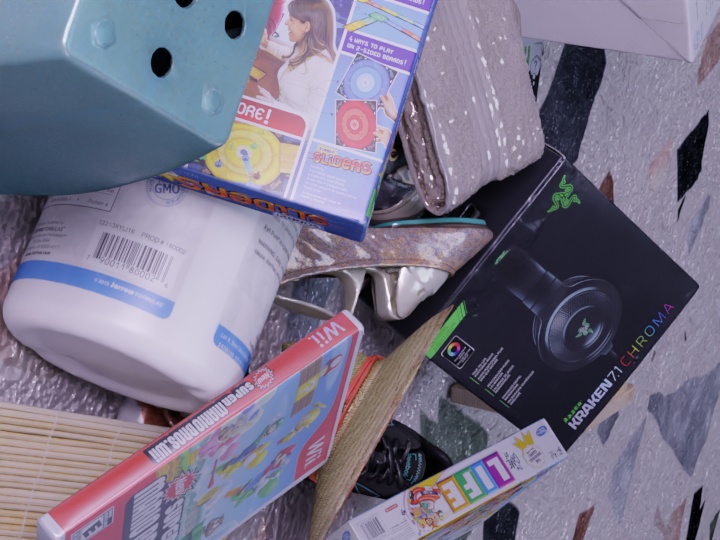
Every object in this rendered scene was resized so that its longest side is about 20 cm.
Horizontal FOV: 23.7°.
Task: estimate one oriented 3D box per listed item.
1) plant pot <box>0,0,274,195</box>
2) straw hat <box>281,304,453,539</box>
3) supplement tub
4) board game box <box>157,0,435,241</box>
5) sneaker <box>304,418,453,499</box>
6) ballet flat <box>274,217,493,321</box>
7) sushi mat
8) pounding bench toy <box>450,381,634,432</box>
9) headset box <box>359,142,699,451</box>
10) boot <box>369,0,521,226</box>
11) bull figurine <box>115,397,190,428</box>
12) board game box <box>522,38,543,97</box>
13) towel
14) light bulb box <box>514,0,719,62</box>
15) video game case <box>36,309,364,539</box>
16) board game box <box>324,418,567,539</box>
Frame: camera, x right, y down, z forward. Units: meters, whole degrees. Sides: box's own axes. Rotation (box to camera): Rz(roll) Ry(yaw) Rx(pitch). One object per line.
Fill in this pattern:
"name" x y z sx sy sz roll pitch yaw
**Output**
"plant pot" -0.138 -0.113 0.681 0.141 0.199 0.142 29 74 -47
"straw hat" -0.024 0.087 1.085 0.202 0.085 0.201 -60 176 -7
"supplement tub" -0.094 -0.038 0.908 0.201 0.131 0.132 -69 152 -18
"board game box" -0.074 -0.109 0.832 0.034 0.199 0.136 104 4 -76
"sneaker" 0.001 0.123 1.222 0.200 0.079 0.076 22 81 -62
"ballet flat" 0.000 0.000 1.108 0.199 0.068 0.068 0 80 -29
"sushi mat" -0.143 0.126 0.925 0.200 0.012 0.096 15 91 -42
"pounding bench toy" 0.181 0.030 1.488 0.200 0.124 0.157 -18 116 -60
"headset box" 0.123 0.011 1.272 0.174 0.093 0.200 -50 126 1
"boot" 0.027 -0.147 1.143 0.200 0.073 0.151 -58 137 -19
"bull figurine" -0.109 0.138 1.013 0.121 0.065 0.201 18 89 -46
"board game box" 0.085 -0.121 1.334 0.200 0.034 0.127 -17 115 -61
"towel" 0.060 -0.149 1.100 0.132 0.034 0.201 -29 107 -48
"light bulb box" 0.184 -0.276 1.286 0.200 0.197 0.125 -59 150 -35
"video game case" -0.085 0.114 0.900 0.200 0.017 0.143 -34 156 -30
"board game box" 0.041 0.181 1.225 0.200 0.034 0.134 -22 163 -39
